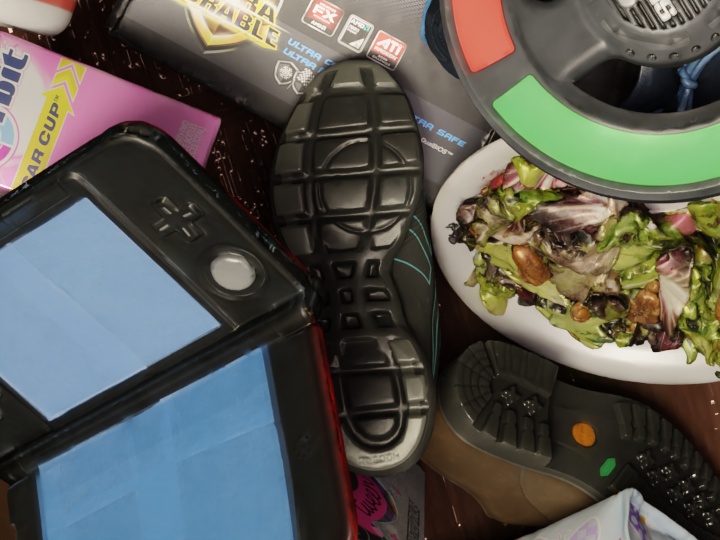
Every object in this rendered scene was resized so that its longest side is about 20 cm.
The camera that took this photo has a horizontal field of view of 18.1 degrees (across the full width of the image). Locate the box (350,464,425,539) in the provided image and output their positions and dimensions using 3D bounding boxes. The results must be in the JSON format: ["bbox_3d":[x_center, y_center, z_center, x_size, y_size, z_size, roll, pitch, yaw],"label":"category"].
[{"bbox_3d":[-0.049,0.138,1.096,0.115,0.200,0.132,36,100,-5],"label":"box"}]

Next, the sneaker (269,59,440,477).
[{"bbox_3d":[0.000,0.000,1.092,0.075,0.079,0.201,-3,84,9],"label":"sneaker"}]

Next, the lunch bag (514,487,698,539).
[{"bbox_3d":[0.097,0.234,1.087,0.169,0.200,0.127,-29,128,28],"label":"lunch bag"}]

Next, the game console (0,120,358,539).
[{"bbox_3d":[-0.116,0.063,0.958,0.200,0.119,0.172,-28,120,32],"label":"game console"}]

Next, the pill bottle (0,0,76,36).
[{"bbox_3d":[-0.161,-0.214,1.001,0.115,0.116,0.201,15,92,-2],"label":"pill bottle"}]

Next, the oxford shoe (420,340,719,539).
[{"bbox_3d":[0.110,0.105,1.161,0.200,0.073,0.084,31,141,-18],"label":"oxford shoe"}]

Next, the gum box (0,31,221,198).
[{"bbox_3d":[-0.133,-0.049,1.065,0.113,0.200,0.066,21,83,-4],"label":"gum box"}]

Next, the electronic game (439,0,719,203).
[{"bbox_3d":[0.132,-0.129,0.991,0.199,0.042,0.201,-1,85,12],"label":"electronic game"}]

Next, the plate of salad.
[{"bbox_3d":[0.130,0.002,1.085,0.199,0.048,0.200,11,145,7],"label":"plate of salad"}]

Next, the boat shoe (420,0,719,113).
[{"bbox_3d":[0.127,-0.091,1.071,0.199,0.069,0.084,3,104,-4],"label":"boat shoe"}]

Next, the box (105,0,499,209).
[{"bbox_3d":[0.007,-0.159,1.113,0.200,0.050,0.199,29,102,-6],"label":"box"}]
